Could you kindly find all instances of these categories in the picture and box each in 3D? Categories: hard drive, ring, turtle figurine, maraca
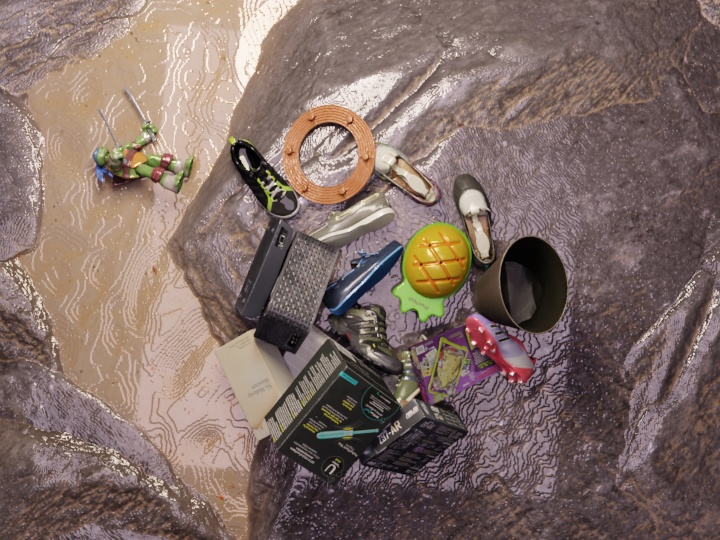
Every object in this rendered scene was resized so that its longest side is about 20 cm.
[{"bbox_3d":[-0.192,-0.006,1.684,0.042,0.135,0.202,22,90,-16],"label":"hard drive"},{"bbox_3d":[-0.067,-0.236,1.710,0.198,0.019,0.203,0,90,16],"label":"ring"},{"bbox_3d":[-0.431,-0.246,1.674,0.192,0.144,0.202,19,95,-4],"label":"turtle figurine"},{"bbox_3d":[0.145,0.003,1.692,0.136,0.107,0.202,25,91,-1],"label":"maraca"}]

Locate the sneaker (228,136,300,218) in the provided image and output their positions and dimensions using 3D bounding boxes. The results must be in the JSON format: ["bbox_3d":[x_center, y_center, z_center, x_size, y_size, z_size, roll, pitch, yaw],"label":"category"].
[{"bbox_3d":[-0.202,-0.184,1.702,0.072,0.083,0.200,-42,91,1],"label":"sneaker"}]

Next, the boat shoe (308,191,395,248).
[{"bbox_3d":[-0.029,-0.094,1.713,0.200,0.072,0.061,-25,69,8],"label":"boat shoe"}]

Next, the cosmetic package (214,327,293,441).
[{"bbox_3d":[-0.198,0.225,1.691,0.103,0.073,0.202,-30,83,25],"label":"cosmetic package"}]

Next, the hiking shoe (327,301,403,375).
[{"bbox_3d":[0.024,0.123,1.683,0.200,0.076,0.101,39,85,28],"label":"hiking shoe"}]

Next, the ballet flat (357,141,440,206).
[{"bbox_3d":[0.081,-0.200,1.707,0.199,0.071,0.069,36,92,0],"label":"ballet flat"}]

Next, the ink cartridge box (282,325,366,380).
[{"bbox_3d":[-0.097,0.232,1.712,0.160,0.050,0.202,34,111,20],"label":"ink cartridge box"}]

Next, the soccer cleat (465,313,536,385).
[{"bbox_3d":[0.283,0.147,1.694,0.200,0.066,0.077,48,62,-21],"label":"soccer cleat"}]

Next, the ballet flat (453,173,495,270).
[{"bbox_3d":[0.239,-0.101,1.710,0.067,0.068,0.202,-16,91,2],"label":"ballet flat"}]

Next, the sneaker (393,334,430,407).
[{"bbox_3d":[0.098,0.208,1.690,0.090,0.067,0.200,41,58,13],"label":"sneaker"}]

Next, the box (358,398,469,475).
[{"bbox_3d":[0.102,0.329,1.642,0.160,0.199,0.044,-41,56,15],"label":"box"}]

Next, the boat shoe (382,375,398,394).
[{"bbox_3d":[0.060,0.250,1.724,0.199,0.071,0.070,35,63,5],"label":"boat shoe"}]

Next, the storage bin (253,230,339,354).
[{"bbox_3d":[-0.125,0.043,1.640,0.093,0.135,0.202,24,57,-7],"label":"storage bin"}]

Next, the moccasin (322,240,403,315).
[{"bbox_3d":[0.000,0.000,1.697,0.200,0.081,0.068,-40,67,-17],"label":"moccasin"}]

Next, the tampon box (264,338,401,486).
[{"bbox_3d":[-0.054,0.264,1.576,0.149,0.126,0.200,38,95,-26],"label":"tampon box"}]

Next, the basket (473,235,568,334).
[{"bbox_3d":[0.301,0.038,1.637,0.134,0.200,0.183,-3,83,-10],"label":"basket"}]

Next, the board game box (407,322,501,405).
[{"bbox_3d":[0.190,0.178,1.682,0.198,0.032,0.121,-18,88,-35],"label":"board game box"}]
